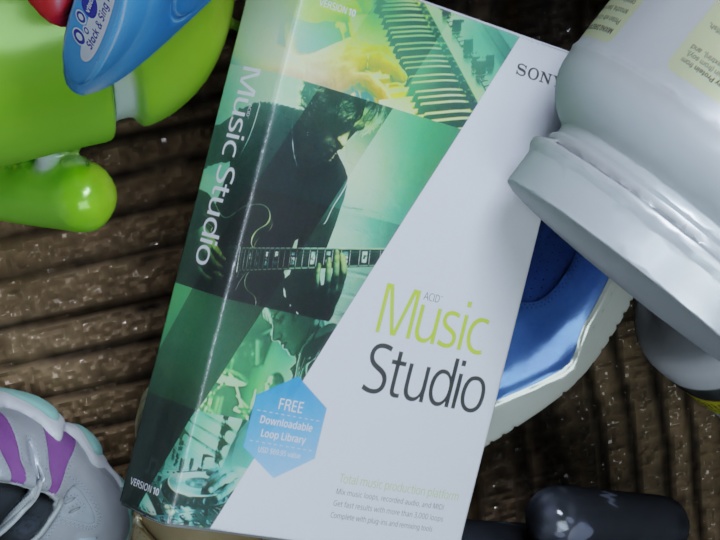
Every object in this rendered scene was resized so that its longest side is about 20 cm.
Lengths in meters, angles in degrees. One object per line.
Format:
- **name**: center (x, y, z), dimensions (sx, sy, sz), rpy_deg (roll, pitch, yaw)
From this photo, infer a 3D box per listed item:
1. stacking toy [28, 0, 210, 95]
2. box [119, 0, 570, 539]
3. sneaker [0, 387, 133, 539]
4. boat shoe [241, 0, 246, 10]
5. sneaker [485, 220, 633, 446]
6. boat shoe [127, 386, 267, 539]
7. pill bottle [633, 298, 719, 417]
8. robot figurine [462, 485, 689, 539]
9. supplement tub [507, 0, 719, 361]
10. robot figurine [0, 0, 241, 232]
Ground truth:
- **stacking toy**: center (-0.117, -0.160, 0.756), dimensions (0.200, 0.110, 0.116), rpy_deg (38, 143, 7)
- **box**: center (0.000, 0.000, 0.888), dimensions (0.144, 0.036, 0.201), rpy_deg (13, 90, -43)
- **sneaker**: center (-0.164, 0.090, 0.919), dimensions (0.199, 0.140, 0.078), rpy_deg (27, 105, -26)
- **boat shoe**: center (-0.024, -0.183, 0.880), dimensions (0.062, 0.072, 0.201), rpy_deg (13, 109, 4)
- **sneaker**: center (0.014, 0.020, 0.976), dimensions (0.200, 0.077, 0.111), rpy_deg (-39, 130, 12)
- **boat shoe**: center (-0.058, 0.115, 0.962), dimensions (0.072, 0.065, 0.200), rpy_deg (14, 146, 9)
- **pill bottle**: center (0.217, 0.043, 1.031), dimensions (0.200, 0.111, 0.111), rpy_deg (36, 101, -28)
- **robot figurine**: center (0.069, 0.167, 1.035), dimensions (0.199, 0.150, 0.126), rpy_deg (7, 70, -29)
- **supplement tub**: center (0.160, -0.073, 0.878), dimensions (0.145, 0.145, 0.200), rpy_deg (39, 90, -29)
- **robot figurine**: center (-0.134, -0.094, 0.852), dimensions (0.199, 0.116, 0.177), rpy_deg (-15, 107, -10)
